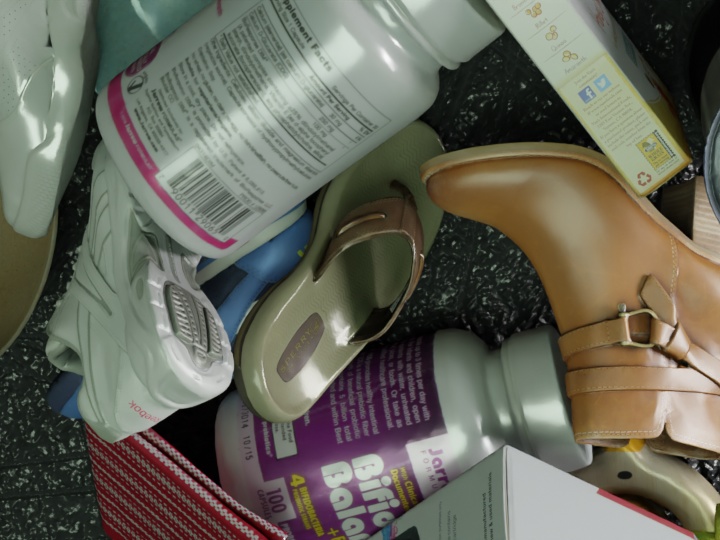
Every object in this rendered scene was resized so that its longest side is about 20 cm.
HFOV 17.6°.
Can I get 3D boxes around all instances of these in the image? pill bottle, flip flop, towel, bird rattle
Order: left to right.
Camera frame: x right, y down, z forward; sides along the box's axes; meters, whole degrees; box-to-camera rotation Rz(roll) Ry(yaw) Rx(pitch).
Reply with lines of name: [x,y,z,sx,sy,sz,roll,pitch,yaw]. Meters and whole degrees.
towel: [-0.098,0.149,1.326,0.144,0.200,0.022,38,67,16]
pill bottle: [-0.030,-0.105,1.218,0.200,0.113,0.114,-35,103,16]
flip flop: [0.000,0.000,1.269,0.057,0.200,0.081,-6,130,46]
pill bottle: [0.026,0.098,1.330,0.199,0.112,0.113,-17,108,12]
bird rattle: [0.169,0.179,1.374,0.163,0.113,0.200,43,123,2]

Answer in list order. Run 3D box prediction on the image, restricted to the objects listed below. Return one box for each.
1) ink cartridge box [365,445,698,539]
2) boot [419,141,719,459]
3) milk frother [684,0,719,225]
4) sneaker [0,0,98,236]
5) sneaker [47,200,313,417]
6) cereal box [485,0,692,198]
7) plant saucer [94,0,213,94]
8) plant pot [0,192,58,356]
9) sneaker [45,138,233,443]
ink cartridge box: [0.071,0.198,1.296,0.145,0.083,0.200,26,135,-28]
boot: [0.122,0.017,1.266,0.199,0.074,0.156,9,78,-7]
milk frother: [0.198,-0.122,1.187,0.199,0.188,0.181,17,110,-1]
sneaker: [-0.187,-0.115,1.240,0.088,0.075,0.201,9,119,0]
sneaker: [-0.093,0.035,1.335,0.200,0.074,0.082,-34,105,18]
cereal box: [0.097,-0.142,1.216,0.039,0.144,0.200,-35,104,14]
plant saucer: [-0.073,-0.166,1.283,0.200,0.039,0.202,2,110,5]
plant pot: [-0.286,-0.035,1.294,0.134,0.200,0.201,3,115,42]
sneaker: [-0.134,0.007,1.251,0.099,0.201,0.078,-34,130,20]
